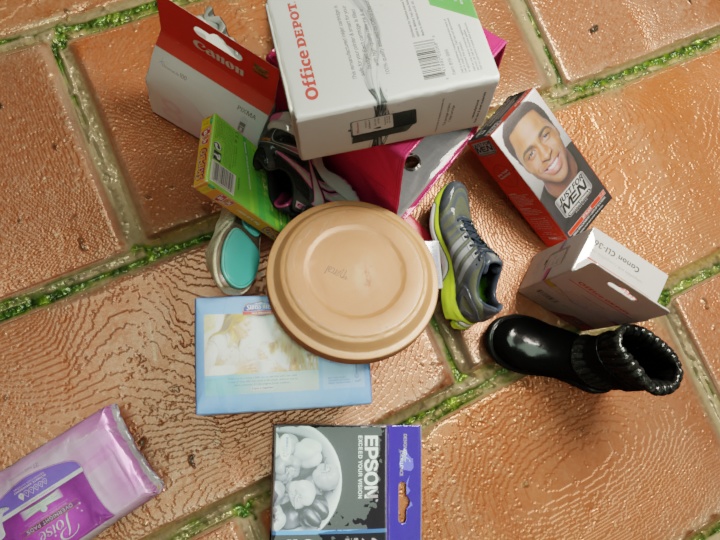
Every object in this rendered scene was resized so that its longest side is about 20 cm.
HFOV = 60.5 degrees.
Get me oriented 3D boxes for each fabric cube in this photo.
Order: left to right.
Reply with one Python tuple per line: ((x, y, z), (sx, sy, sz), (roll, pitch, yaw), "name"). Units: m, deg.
((0.028, -0.211, 0.769), (0.199, 0.200, 0.196), (36, 74, 12), "fabric cube")

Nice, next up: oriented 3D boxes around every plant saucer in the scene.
((-0.007, 0.006, 0.701), (0.199, 0.032, 0.202), (4, 63, -7), "plant saucer")

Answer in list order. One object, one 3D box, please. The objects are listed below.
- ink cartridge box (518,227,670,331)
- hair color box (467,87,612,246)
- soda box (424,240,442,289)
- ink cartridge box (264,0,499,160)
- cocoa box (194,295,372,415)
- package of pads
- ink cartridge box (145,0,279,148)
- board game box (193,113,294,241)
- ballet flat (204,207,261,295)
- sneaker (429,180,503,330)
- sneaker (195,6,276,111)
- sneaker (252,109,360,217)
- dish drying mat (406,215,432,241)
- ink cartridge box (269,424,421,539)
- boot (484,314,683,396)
((0.303, 0.014, 0.795), (0.116, 0.200, 0.068), (32, 76, -3), "ink cartridge box")
((0.251, -0.138, 0.857), (0.200, 0.061, 0.102), (46, 75, -17), "hair color box")
((0.000, 0.000, 0.783), (0.199, 0.068, 0.064), (-1, 80, -17), "soda box")
((0.017, -0.207, 0.617), (0.199, 0.083, 0.148), (-11, 71, -5), "ink cartridge box")
((-0.095, 0.101, 0.744), (0.198, 0.131, 0.134), (-2, 80, -10), "cocoa box")
((-0.340, 0.257, 0.701), (0.199, 0.076, 0.121), (-32, 85, -14), "package of pads")
((-0.183, -0.215, 0.749), (0.162, 0.200, 0.057), (31, 76, -3), "ink cartridge box")
((-0.121, -0.097, 0.762), (0.030, 0.200, 0.096), (-18, 58, 30), "board game box")
((-0.155, -0.032, 0.752), (0.062, 0.201, 0.068), (-26, 122, 23), "ballet flat")
((0.149, -0.024, 0.827), (0.074, 0.081, 0.202), (-5, 84, -42), "sneaker")
((-0.183, -0.252, 0.825), (0.088, 0.074, 0.200), (-34, 78, -14), "sneaker")
((-0.072, -0.095, 0.768), (0.200, 0.080, 0.087), (53, 58, -36), "sneaker")
((0.027, -0.066, 0.855), (0.200, 0.018, 0.077), (45, 75, -1), "dish drying mat")
((-0.013, 0.293, 0.771), (0.198, 0.043, 0.200), (2, 79, -11), "ink cartridge box")
((0.282, 0.104, 0.796), (0.210, 0.158, 0.080), (16, 78, -7), "boot")
